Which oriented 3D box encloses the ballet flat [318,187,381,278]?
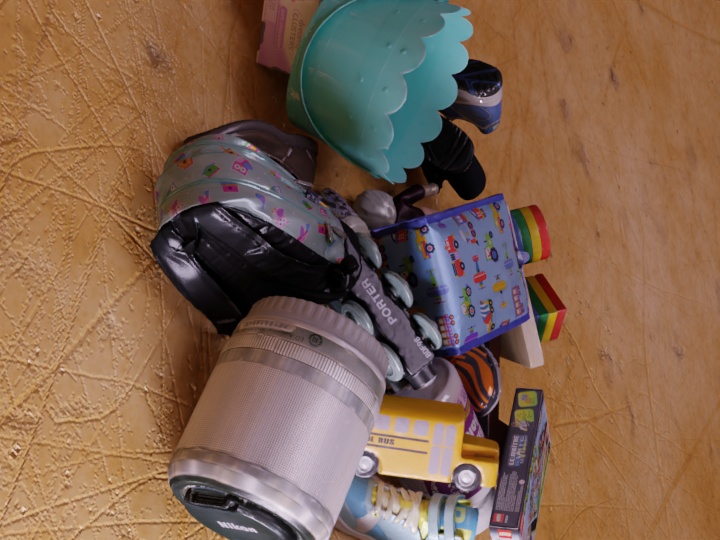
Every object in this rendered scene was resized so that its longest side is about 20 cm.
[{"bbox_3d":[0.000,0.000,1.530,0.072,0.072,0.202,-3,80,-56],"label":"ballet flat"}]

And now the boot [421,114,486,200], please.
[{"bbox_3d":[0.066,-0.169,1.682,0.200,0.077,0.168,39,-2,13],"label":"boot"}]

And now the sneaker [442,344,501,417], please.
[{"bbox_3d":[0.082,0.085,1.588,0.112,0.078,0.200,20,27,-42],"label":"sneaker"}]

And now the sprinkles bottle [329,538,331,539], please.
[{"bbox_3d":[-0.036,0.306,1.363,0.200,0.068,0.069,42,46,-40],"label":"sprinkles bottle"}]

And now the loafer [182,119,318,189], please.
[{"bbox_3d":[-0.103,-0.109,1.411,0.199,0.073,0.072,2,76,-55],"label":"loafer"}]

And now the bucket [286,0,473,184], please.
[{"bbox_3d":[0.019,-0.212,1.473,0.208,0.134,0.208,-57,163,-28],"label":"bucket"}]

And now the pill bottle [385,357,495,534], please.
[{"bbox_3d":[0.089,0.204,1.538,0.201,0.111,0.113,65,34,-30],"label":"pill bottle"}]

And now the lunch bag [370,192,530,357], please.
[{"bbox_3d":[0.125,0.001,1.532,0.199,0.094,0.152,-17,94,-42],"label":"lunch bag"}]

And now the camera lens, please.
[{"bbox_3d":[-0.074,0.146,1.253,0.160,0.159,0.201,45,57,-38],"label":"camera lens"}]

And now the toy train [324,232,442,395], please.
[{"bbox_3d":[0.005,0.045,1.441,0.085,0.114,0.201,-37,90,-25],"label":"toy train"}]

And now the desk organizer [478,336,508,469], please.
[{"bbox_3d":[0.146,0.161,1.687,0.077,0.071,0.202,35,51,-48],"label":"desk organizer"}]

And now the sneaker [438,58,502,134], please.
[{"bbox_3d":[0.098,-0.227,1.683,0.075,0.200,0.077,-33,133,-21],"label":"sneaker"}]

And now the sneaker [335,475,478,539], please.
[{"bbox_3d":[0.051,0.252,1.455,0.200,0.130,0.080,43,46,-39],"label":"sneaker"}]

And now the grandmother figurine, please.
[{"bbox_3d":[0.061,-0.050,1.654,0.199,0.060,0.122,22,71,-49],"label":"grandmother figurine"}]

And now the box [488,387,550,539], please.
[{"bbox_3d":[0.189,0.250,1.601,0.111,0.034,0.201,75,24,-44],"label":"box"}]

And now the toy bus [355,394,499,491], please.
[{"bbox_3d":[0.046,0.174,1.416,0.065,0.198,0.079,-74,171,-81],"label":"toy bus"}]

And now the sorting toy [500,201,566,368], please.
[{"bbox_3d":[0.198,0.008,1.713,0.199,0.069,0.202,-167,-117,-82],"label":"sorting toy"}]

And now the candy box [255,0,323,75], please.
[{"bbox_3d":[-0.031,-0.327,1.530,0.200,0.071,0.169,-43,151,-53],"label":"candy box"}]

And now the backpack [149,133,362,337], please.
[{"bbox_3d":[-0.114,-0.035,1.316,0.200,0.166,0.127,36,33,-40],"label":"backpack"}]
